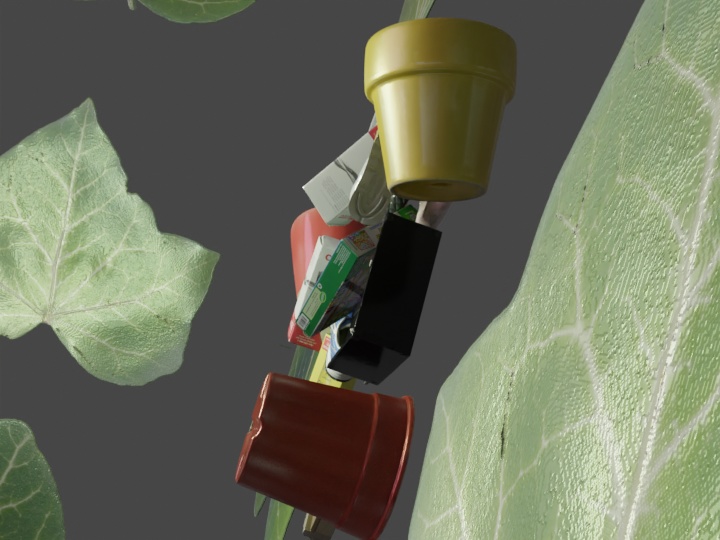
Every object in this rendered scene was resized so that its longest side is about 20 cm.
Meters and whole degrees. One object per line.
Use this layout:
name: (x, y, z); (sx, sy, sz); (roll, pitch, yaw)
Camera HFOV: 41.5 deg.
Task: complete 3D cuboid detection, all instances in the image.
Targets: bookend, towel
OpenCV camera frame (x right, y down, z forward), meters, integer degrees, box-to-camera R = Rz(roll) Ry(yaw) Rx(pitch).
bookend: (0.034, 0.048, 1.454); (0.199, 0.091, 0.203); (124, 163, -68)
towel: (0.129, -0.154, 1.479); (0.201, 0.032, 0.193); (115, 170, -52)

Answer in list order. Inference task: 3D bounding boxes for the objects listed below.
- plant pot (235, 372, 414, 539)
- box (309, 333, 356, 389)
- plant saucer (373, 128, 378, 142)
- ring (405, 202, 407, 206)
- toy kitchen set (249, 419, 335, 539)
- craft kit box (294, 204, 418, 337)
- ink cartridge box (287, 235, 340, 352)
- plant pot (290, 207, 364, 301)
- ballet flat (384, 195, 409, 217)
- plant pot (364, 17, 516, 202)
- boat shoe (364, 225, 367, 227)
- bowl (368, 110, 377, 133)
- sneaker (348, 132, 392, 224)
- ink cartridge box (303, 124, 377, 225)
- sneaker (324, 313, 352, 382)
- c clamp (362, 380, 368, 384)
plant pot: (-0.052, 0.233, 1.243); (0.201, 0.192, 0.204); (-162, 90, -83)
box: (-0.058, 0.223, 1.775); (0.050, 0.075, 0.203); (4, -70, -56)
plant saucer: (0.084, -0.212, 1.493); (0.199, 0.048, 0.203); (4, 74, 65)
ring: (0.085, -0.144, 1.854); (0.200, 0.019, 0.204); (-161, 89, -84)
toy kitchen set: (-0.109, 0.329, 1.505); (0.201, 0.178, 0.165); (-74, 5, -56)
craft kit box: (0.000, 0.000, 1.574); (0.197, 0.048, 0.201); (-34, -19, -48)
ink cartridge box: (-0.042, 0.055, 1.819); (0.083, 0.144, 0.203); (-103, 31, -75)
plant pot: (-0.063, -0.010, 2.053); (0.201, 0.197, 0.180); (118, 160, -52)
ballet flat: (0.068, -0.149, 1.579); (0.201, 0.056, 0.067); (-58, 8, 39)
plant pot: (0.102, -0.194, 1.218); (0.201, 0.197, 0.193); (141, 130, -77)
boat shoe: (0.036, -0.102, 1.801); (0.202, 0.060, 0.073); (-90, 20, -69)
bowl: (0.094, -0.356, 1.853); (0.200, 0.074, 0.203); (132, 161, -69)
sneaker: (0.043, -0.166, 1.410); (0.201, 0.076, 0.081); (-54, 10, 22)
ink cartridge box: (0.010, -0.175, 1.691); (0.199, 0.083, 0.147); (-38, -6, 12)
sneaker: (-0.018, 0.097, 1.699); (0.077, 0.074, 0.203); (118, 157, -52)
c clamp: (0.030, 0.105, 1.640); (0.200, 0.027, 0.174); (-109, 31, -79)
